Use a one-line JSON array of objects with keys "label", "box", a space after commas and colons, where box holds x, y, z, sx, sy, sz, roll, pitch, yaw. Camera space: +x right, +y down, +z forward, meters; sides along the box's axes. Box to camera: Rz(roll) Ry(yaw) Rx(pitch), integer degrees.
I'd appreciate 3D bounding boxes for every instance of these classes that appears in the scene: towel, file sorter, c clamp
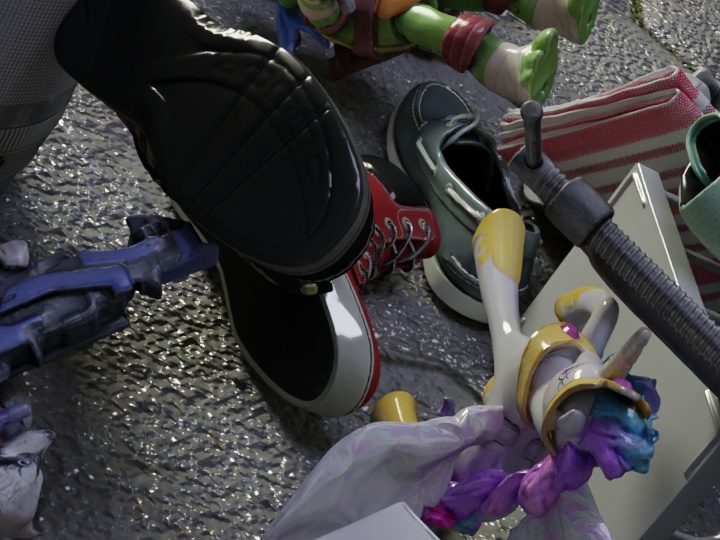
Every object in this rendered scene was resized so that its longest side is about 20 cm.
[{"label": "towel", "box": [0.179, -0.026, 1.167, 0.200, 0.146, 0.030, 44, 61, -23]}, {"label": "file sorter", "box": [0.164, 0.077, 1.057, 0.124, 0.139, 0.200, 22, 33, -22]}, {"label": "c clamp", "box": [0.129, 0.024, 0.868, 0.200, 0.027, 0.171, 46, -2, 7]}]

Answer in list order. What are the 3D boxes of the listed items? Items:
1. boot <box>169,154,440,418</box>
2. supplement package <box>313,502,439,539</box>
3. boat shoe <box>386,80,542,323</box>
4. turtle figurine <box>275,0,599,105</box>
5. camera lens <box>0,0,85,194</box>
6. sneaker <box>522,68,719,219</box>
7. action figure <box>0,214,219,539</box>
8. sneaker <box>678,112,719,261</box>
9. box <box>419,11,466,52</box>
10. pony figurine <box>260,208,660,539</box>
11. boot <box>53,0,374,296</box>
[{"label": "boot", "box": [0.000, 0.000, 1.085, 0.144, 0.073, 0.200, 11, 33, -34]}, {"label": "supplement package", "box": [-0.032, 0.182, 0.743, 0.120, 0.121, 0.200, 45, 32, 21]}, {"label": "boat shoe", "box": [0.064, -0.054, 1.222, 0.073, 0.062, 0.200, 18, 33, -20]}, {"label": "turtle figurine", "box": [0.033, -0.182, 1.215, 0.193, 0.201, 0.144, 22, 17, 16]}, {"label": "camera lens", "box": [-0.187, -0.145, 0.987, 0.159, 0.200, 0.160, 23, 32, -16]}, {"label": "sneaker", "box": [0.168, -0.077, 1.322, 0.076, 0.092, 0.200, 39, 32, 10]}, {"label": "action figure", "box": [-0.157, 0.023, 0.869, 0.199, 0.105, 0.194, -17, 55, -12]}, {"label": "sneaker", "box": [0.222, -0.048, 1.063, 0.118, 0.074, 0.200, 48, 36, -2]}, {"label": "box", "box": [-0.027, -0.248, 1.385, 0.199, 0.097, 0.177, 20, 31, -21]}, {"label": "pony figurine", "box": [0.055, 0.082, 0.933, 0.166, 0.194, 0.200, 28, 12, -14]}, {"label": "boot", "box": [-0.033, -0.035, 0.917, 0.204, 0.073, 0.154, 42, -3, 42]}]
